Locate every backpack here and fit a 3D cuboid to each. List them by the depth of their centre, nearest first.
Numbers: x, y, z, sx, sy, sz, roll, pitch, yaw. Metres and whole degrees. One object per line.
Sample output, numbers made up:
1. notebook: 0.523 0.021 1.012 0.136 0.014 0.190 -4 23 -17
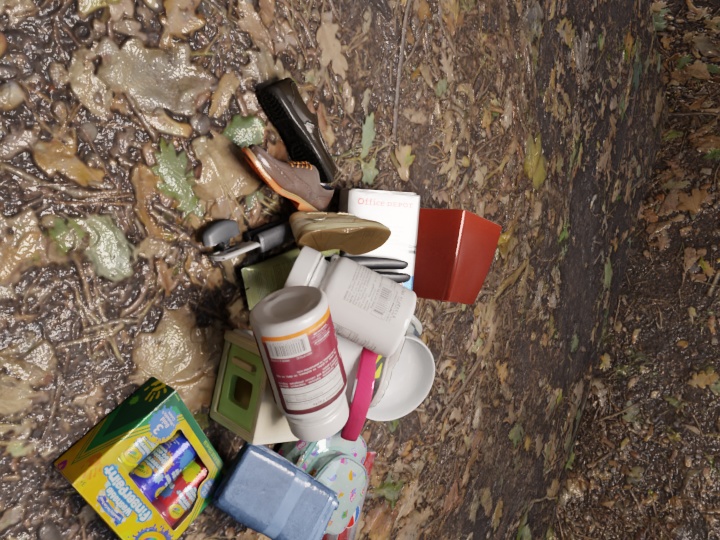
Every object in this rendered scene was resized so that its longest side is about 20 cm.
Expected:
1. backpack: -0.075 0.378 0.986 0.176 0.151 0.203 44 62 -38

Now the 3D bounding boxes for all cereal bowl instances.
1. cereal bowl: 0.056 0.215 1.123 0.195 0.083 0.205 -7 111 -17

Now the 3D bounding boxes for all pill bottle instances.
1. pill bottle: -0.081 0.136 0.754 0.113 0.113 0.204 -34 122 -39
2. pill bottle: -0.020 0.045 0.829 0.116 0.197 0.114 -64 -177 0

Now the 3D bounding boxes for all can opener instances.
1. can opener: -0.167 -0.066 0.849 0.199 0.053 0.068 -30 119 -43
2. can opener: 0.000 0.000 0.945 0.195 0.079 0.065 -6 72 -20

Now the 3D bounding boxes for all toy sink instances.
1. toy sink: -0.156 0.160 0.856 0.111 0.129 0.205 14 89 -49

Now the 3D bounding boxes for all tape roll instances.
1. tape roll: -0.041 0.160 0.948 0.202 0.069 0.207 -167 -91 -88

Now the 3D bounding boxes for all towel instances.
1. towel: -0.133 0.367 0.837 0.199 0.048 0.113 41 70 -21

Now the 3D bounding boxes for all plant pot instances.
1. plant pot: 0.167 -0.025 1.115 0.198 0.197 0.181 10 86 -52

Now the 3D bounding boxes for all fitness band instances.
1. fitness band: -0.001 0.211 0.916 0.202 0.037 0.145 104 1 -46

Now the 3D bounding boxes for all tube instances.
1. tube: -0.123 -0.008 0.922 0.198 0.052 0.059 -31 86 -37

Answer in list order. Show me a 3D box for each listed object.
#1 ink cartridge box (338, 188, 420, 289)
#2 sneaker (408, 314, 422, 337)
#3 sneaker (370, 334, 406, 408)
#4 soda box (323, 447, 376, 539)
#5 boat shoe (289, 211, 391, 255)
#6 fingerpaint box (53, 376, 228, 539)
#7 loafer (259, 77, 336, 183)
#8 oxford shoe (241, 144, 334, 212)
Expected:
1. ink cartridge box: 0.029 -0.053 1.014 0.142 0.084 0.205 2 98 -16
2. sneaker: 0.062 0.108 1.154 0.200 0.077 0.087 43 79 -38
3. sneaker: 0.029 0.176 1.026 0.075 0.083 0.204 -55 166 -69
4. soda box: -0.032 0.480 1.123 0.069 0.062 0.205 20 83 -50
5. boat shoe: -0.030 -0.074 0.902 0.197 0.065 0.072 1 138 -40
6. fingerpaint box: -0.303 0.292 0.757 0.167 0.072 0.203 -43 128 -35
7. loafer: -0.089 -0.236 0.885 0.072 0.072 0.202 -54 135 -26
8. oxford shoe: -0.116 -0.159 0.860 0.073 0.071 0.199 -48 145 5
